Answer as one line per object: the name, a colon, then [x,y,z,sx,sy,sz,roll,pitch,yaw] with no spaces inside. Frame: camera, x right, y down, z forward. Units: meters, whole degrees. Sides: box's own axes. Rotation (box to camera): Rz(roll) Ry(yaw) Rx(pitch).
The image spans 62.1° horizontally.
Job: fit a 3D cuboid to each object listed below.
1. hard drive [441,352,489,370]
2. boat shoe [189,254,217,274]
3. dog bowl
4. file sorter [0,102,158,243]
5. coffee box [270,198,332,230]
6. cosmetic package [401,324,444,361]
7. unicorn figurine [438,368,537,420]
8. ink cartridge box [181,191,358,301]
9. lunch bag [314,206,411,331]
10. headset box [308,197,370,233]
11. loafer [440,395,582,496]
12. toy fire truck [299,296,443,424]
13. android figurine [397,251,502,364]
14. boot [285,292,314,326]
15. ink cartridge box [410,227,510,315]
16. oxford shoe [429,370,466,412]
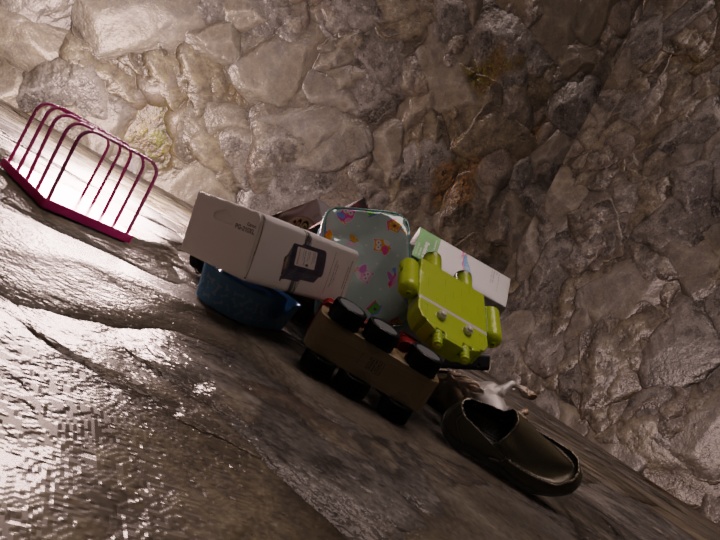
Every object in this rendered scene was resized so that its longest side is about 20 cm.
hard drive: [0.129,0.165,1.127,0.195,0.034,0.140,3,-6,-5]
boat shoe: [-0.249,-0.019,0.991,0.064,0.076,0.200,1,13,-5]
dog bowl: [-0.162,0.040,0.862,0.110,0.050,0.200,30,-1,20]
file sorter: [-0.414,-0.154,0.892,0.199,0.127,0.138,30,1,40]
coffee box: [-0.145,-0.049,1.174,0.196,0.116,0.080,-17,-14,17]
cosmetic package: [0.100,0.105,1.004,0.105,0.203,0.090,29,0,-3]
unicorn figurine: [0.201,0.213,0.904,0.134,0.075,0.201,14,26,-12]
ink cartridge box: [-0.120,-0.027,0.818,0.143,0.086,0.199,20,0,37]
lunch bag: [0.000,0.000,0.943,0.156,0.204,0.077,3,-22,-7]
headset box: [-0.013,-0.038,1.093,0.151,0.074,0.200,64,18,-7]
loafer: [0.203,0.231,0.794,0.196,0.076,0.070,22,-40,10]
toy fire truck: [0.005,0.111,0.823,0.174,0.130,0.200,30,10,-7]
android figurine: [0.128,0.054,0.868,0.180,0.041,0.202,31,33,-12]
boot: [-0.141,0.044,1.129,0.186,0.065,0.200,39,-2,-20]
ink cartridge box: [0.157,0.038,1.111,0.197,0.146,0.088,28,45,-4]
oxford shoe: [0.141,0.215,1.064,0.073,0.072,0.200,17,-5,-8]
